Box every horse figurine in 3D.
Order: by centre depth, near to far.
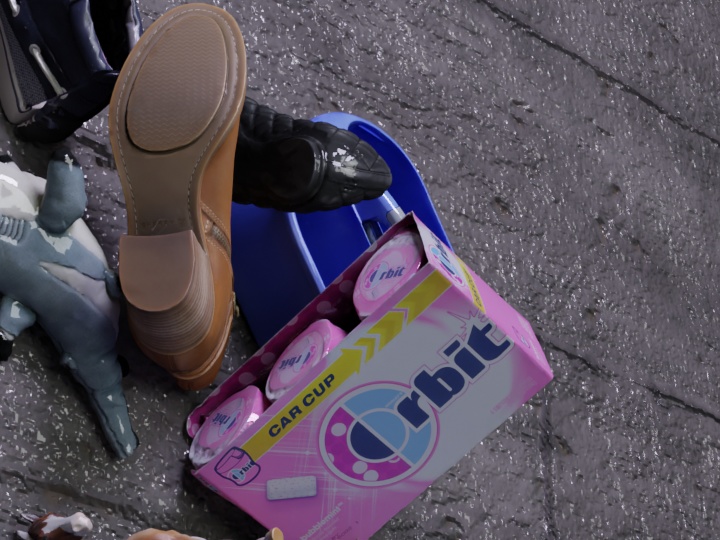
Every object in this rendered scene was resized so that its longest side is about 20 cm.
[{"bbox_3d":[-0.079,0.167,1.092,0.199,0.131,0.050,22,63,-54],"label":"horse figurine"}]

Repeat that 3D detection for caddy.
[{"bbox_3d":[0.000,0.000,1.252,0.141,0.104,0.202,-27,93,-51],"label":"caddy"}]

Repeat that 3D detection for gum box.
[{"bbox_3d":[0.000,0.078,1.157,0.113,0.200,0.066,41,14,-27],"label":"gum box"}]

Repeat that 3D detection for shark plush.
[{"bbox_3d":[-0.185,0.017,1.103,0.083,0.090,0.201,-39,124,-30],"label":"shark plush"}]

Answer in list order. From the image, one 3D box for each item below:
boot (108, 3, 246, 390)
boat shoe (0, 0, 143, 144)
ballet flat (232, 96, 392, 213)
[{"bbox_3d":[-0.096,-0.037,1.135,0.155,0.076,0.202,78,10,-69],"label":"boot"},{"bbox_3d":[-0.181,-0.184,1.150,0.074,0.092,0.202,-9,80,-49],"label":"boat shoe"},{"bbox_3d":[-0.052,-0.065,1.177,0.056,0.200,0.067,13,96,-32],"label":"ballet flat"}]
